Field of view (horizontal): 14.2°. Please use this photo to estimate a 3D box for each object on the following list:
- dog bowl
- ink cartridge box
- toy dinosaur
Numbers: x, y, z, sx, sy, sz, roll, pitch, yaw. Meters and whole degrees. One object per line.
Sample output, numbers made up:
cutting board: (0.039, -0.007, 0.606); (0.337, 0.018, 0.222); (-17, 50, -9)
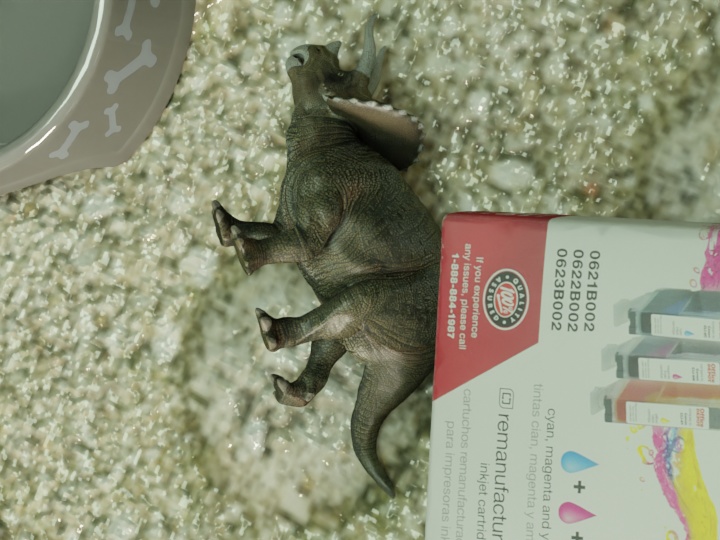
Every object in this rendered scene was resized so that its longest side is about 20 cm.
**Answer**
dog bowl: (-0.175, -0.127, 1.328); (0.200, 0.059, 0.201); (0, 90, 26)
ink cartridge box: (0.145, 0.055, 1.121); (0.199, 0.145, 0.146); (3, 90, 25)
toy dinosaur: (0.000, 0.000, 1.229); (0.102, 0.077, 0.200); (-21, 94, -9)
